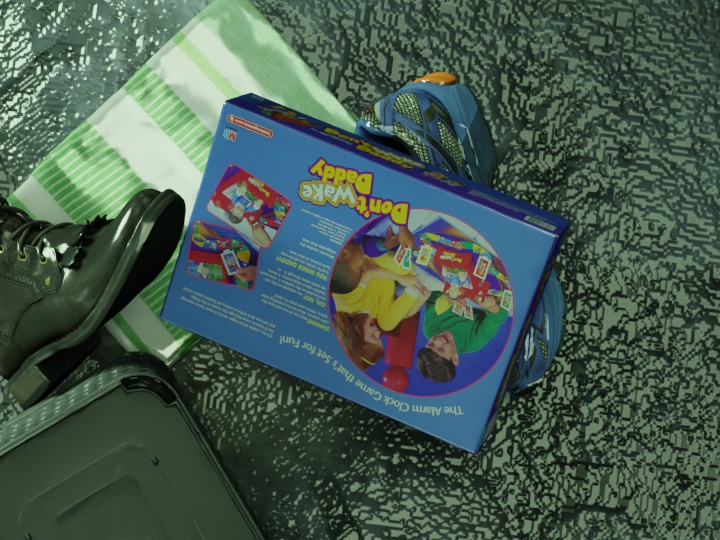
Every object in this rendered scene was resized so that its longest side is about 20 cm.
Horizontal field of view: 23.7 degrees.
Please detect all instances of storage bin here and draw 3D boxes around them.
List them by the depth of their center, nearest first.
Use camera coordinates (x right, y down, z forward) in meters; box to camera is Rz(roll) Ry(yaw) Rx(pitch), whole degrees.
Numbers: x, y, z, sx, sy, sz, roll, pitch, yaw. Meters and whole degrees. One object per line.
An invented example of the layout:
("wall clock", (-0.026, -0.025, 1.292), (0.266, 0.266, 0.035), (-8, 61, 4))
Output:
("storage bin", (-0.124, 0.162, 0.960), (0.135, 0.094, 0.201), (-31, 98, -5))

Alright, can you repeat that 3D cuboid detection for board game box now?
("board game box", (0.000, 0.000, 0.962), (0.199, 0.045, 0.135), (23, 107, 11))

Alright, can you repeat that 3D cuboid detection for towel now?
("towel", (-0.099, -0.054, 1.040), (0.200, 0.023, 0.153), (-43, 86, -5))

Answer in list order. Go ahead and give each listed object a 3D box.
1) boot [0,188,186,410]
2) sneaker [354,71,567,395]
("boot", (-0.208, -0.026, 0.973), (0.174, 0.069, 0.200), (45, 124, 0))
("sneaker", (0.052, -0.017, 1.006), (0.078, 0.075, 0.201), (-16, 74, -35))
